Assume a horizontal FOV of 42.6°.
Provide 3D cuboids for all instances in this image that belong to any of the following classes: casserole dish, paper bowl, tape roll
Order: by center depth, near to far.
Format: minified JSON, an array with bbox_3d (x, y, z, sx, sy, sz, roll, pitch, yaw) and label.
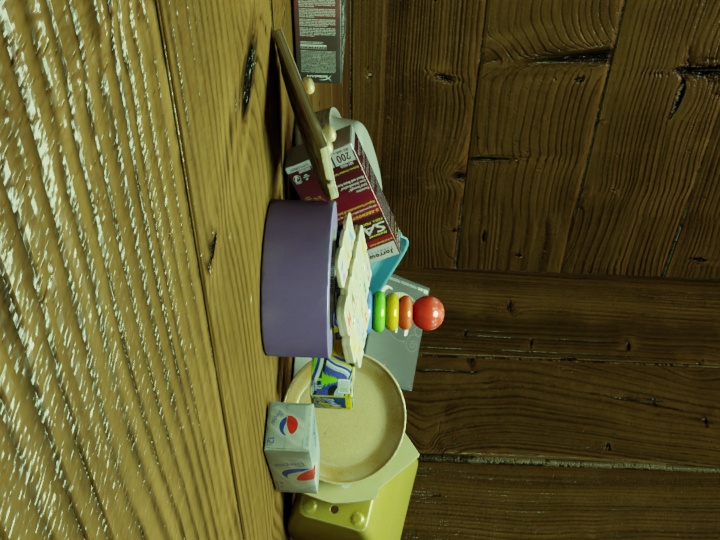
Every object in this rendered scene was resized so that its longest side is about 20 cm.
[{"bbox_3d":[-0.076,0.011,1.196,0.200,0.083,0.204,1,90,-89],"label":"tape roll"},{"bbox_3d":[-0.029,-0.163,1.495,0.201,0.103,0.204,-13,90,-78],"label":"paper bowl"},{"bbox_3d":[0.000,0.000,1.528,0.039,0.120,0.201,51,-55,30],"label":"casserole dish"}]

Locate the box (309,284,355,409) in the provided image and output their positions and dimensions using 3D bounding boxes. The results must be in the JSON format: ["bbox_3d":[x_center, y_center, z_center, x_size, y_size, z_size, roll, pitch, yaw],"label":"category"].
[{"bbox_3d":[-0.037,0.097,1.360,0.070,0.063,0.203,89,4,-67],"label":"box"}]

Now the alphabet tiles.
[{"bbox_3d":[-0.007,0.029,1.298,0.201,0.014,0.198,-79,164,-51],"label":"alphabet tiles"}]

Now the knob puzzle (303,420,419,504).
[{"bbox_3d":[-0.035,0.281,1.465,0.031,0.215,0.223,93,0,-67],"label":"knob puzzle"}]

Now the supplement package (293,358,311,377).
[{"bbox_3d":[-0.058,0.149,1.612,0.114,0.107,0.203,91,1,-62],"label":"supplement package"}]

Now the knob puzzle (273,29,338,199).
[{"bbox_3d":[-0.057,-0.181,1.183,0.220,0.030,0.223,159,-89,-85],"label":"knob puzzle"}]

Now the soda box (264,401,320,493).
[{"bbox_3d":[-0.092,0.250,1.283,0.201,0.062,0.069,90,3,-61],"label":"soda box"}]

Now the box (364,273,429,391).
[{"bbox_3d":[0.040,0.116,1.739,0.106,0.121,0.203,-12,-116,57],"label":"box"}]

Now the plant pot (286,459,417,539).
[{"bbox_3d":[-0.020,0.374,1.557,0.200,0.191,0.199,72,32,-69],"label":"plant pot"}]

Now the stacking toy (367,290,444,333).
[{"bbox_3d":[0.034,0.067,1.456,0.085,0.196,0.087,3,90,-88],"label":"stacking toy"}]

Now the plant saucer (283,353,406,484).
[{"bbox_3d":[-0.028,0.226,1.429,0.035,0.197,0.204,151,-58,-74],"label":"plant saucer"}]

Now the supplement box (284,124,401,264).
[{"bbox_3d":[-0.023,-0.101,1.368,0.061,0.107,0.202,-89,156,-54],"label":"supplement box"}]

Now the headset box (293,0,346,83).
[{"bbox_3d":[-0.060,-0.412,1.405,0.202,0.076,0.150,89,2,-49],"label":"headset box"}]
